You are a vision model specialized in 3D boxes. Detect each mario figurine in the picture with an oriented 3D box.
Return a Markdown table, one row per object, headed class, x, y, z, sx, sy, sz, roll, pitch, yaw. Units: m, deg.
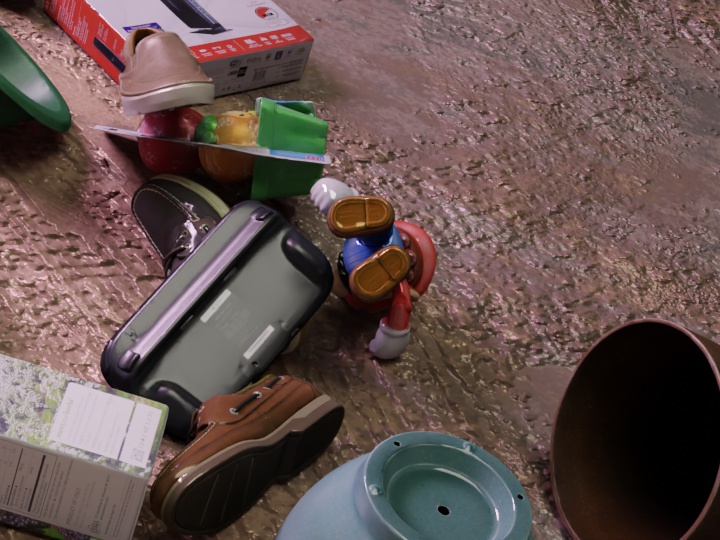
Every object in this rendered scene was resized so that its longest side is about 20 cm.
| class | x | y | z | sx | sy | sz | roll | pitch | yaw |
| --- | --- | --- | --- | --- | --- | --- | --- | --- | --- |
| mario figurine | 0.000 | 0.000 | 1.404 | 0.106 | 0.124 | 0.200 | 16 | -6 | 8 |

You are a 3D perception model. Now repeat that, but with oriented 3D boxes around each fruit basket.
| class | x | y | z | sx | sy | sz | roll | pitch | yaw |
| --- | --- | --- | --- | --- | --- | --- | --- | --- | --- |
| fruit basket | -0.127 | -0.116 | 1.485 | 0.199 | 0.094 | 0.185 | 13 | 4 | -6 |

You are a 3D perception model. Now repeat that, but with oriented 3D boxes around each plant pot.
| class | x | y | z | sx | sy | sz | roll | pitch | yaw |
| --- | --- | --- | --- | --- | --- | --- | --- | --- | --- |
| plant pot | 0.282 | 0.147 | 1.345 | 0.200 | 0.187 | 0.187 | 14 | 34 | -34 |
| plant pot | 0.040 | 0.195 | 1.174 | 0.200 | 0.134 | 0.201 | 14 | 36 | -10 |

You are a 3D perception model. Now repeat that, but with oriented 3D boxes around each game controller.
| class | x | y | z | sx | sy | sz | roll | pitch | yaw |
| --- | --- | --- | --- | --- | --- | --- | --- | --- | --- |
| game controller | -0.106 | 0.036 | 1.329 | 0.104 | 0.042 | 0.200 | 44 | 62 | -6 |

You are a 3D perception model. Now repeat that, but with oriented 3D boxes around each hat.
| class | x | y | z | sx | sy | sz | roll | pitch | yaw |
| --- | --- | --- | --- | --- | --- | --- | --- | --- | --- |
| hat | -0.376 | -0.134 | 1.489 | 0.200 | 0.176 | 0.166 | 39 | 11 | -49 |

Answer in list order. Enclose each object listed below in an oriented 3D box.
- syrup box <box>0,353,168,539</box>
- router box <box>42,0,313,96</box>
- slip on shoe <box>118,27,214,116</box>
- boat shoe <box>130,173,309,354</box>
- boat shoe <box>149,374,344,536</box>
| class | x | y | z | sx | sy | sz | roll | pitch | yaw |
| --- | --- | --- | --- | --- | --- | --- | --- | --- | --- |
| syrup box | -0.239 | 0.115 | 1.181 | 0.199 | 0.082 | 0.079 | 17 | 34 | -6 |
| router box | -0.178 | -0.241 | 1.697 | 0.200 | 0.049 | 0.179 | -19 | 52 | -41 |
| slip on shoe | -0.165 | -0.168 | 1.444 | 0.076 | 0.061 | 0.200 | -9 | 13 | -8 |
| boat shoe | -0.125 | -0.004 | 1.401 | 0.201 | 0.072 | 0.066 | 45 | 37 | 22 |
| boat shoe | -0.095 | 0.130 | 1.254 | 0.068 | 0.072 | 0.200 | 33 | 28 | 22 |
